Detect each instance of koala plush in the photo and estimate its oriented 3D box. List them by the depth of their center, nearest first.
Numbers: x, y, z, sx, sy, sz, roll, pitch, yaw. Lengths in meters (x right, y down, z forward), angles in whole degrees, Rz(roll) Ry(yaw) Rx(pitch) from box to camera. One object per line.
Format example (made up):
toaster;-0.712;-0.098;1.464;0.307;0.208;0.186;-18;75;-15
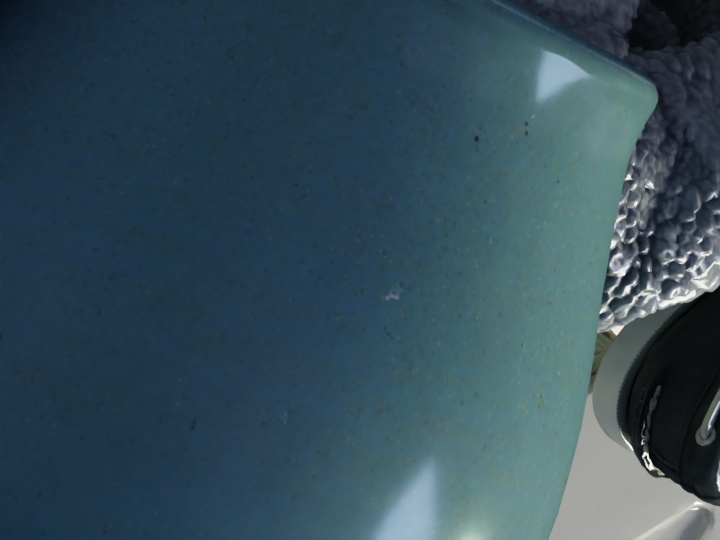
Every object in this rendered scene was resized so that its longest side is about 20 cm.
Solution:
koala plush;0.031;-0.024;0.831;0.200;0.177;0.184;-42;180;43

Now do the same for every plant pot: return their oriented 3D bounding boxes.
plant pot;-0.034;0.008;0.636;0.188;0.200;0.200;-63;170;5

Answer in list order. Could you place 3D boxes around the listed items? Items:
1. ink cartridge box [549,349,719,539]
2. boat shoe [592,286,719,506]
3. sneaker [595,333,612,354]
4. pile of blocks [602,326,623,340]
ink cartridge box;0.052;0.097;1.052;0.145;0.084;0.200;-29;-178;-32
boat shoe;0.162;-0.007;0.896;0.200;0.060;0.076;-51;133;-1
sneaker;0.136;-0.035;1.159;0.074;0.116;0.200;-12;-120;44
pile of blocks;0.134;-0.054;0.971;0.200;0.082;0.062;-35;133;12
